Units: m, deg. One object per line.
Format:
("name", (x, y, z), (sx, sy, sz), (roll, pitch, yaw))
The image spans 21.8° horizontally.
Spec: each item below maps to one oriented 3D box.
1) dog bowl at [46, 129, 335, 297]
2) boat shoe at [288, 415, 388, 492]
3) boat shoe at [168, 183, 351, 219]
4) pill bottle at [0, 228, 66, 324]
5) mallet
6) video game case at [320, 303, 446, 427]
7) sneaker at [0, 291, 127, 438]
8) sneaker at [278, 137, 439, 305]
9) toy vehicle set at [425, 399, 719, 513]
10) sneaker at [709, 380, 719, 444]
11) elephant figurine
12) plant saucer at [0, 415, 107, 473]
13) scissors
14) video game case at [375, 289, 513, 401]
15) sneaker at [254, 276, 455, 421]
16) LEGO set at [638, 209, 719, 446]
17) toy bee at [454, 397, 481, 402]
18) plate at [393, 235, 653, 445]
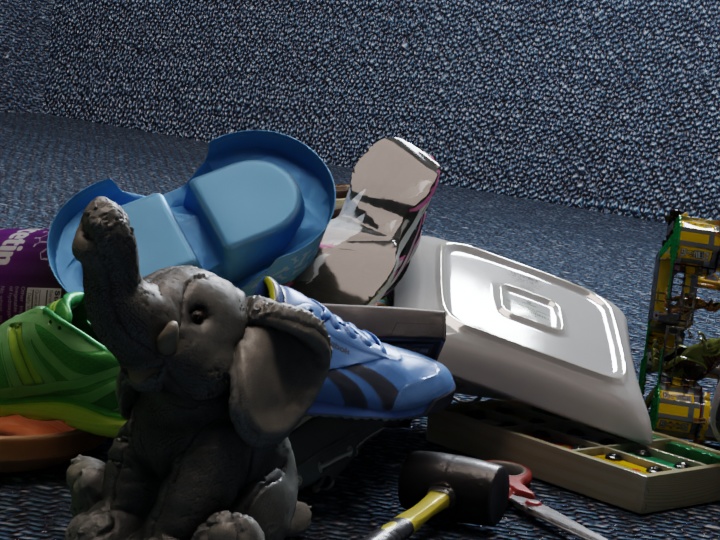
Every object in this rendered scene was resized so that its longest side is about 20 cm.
("dog bowl", (-0.113, -0.022, 1.269), (0.200, 0.050, 0.112), (-22, 59, -16))
("boat shoe", (-0.042, 0.110, 1.178), (0.073, 0.062, 0.200), (7, 8, 27))
("boat shoe", (-0.074, -0.053, 1.469), (0.202, 0.075, 0.075), (-9, -21, 24))
("pill bottle", (-0.221, 0.025, 1.350), (0.200, 0.113, 0.112), (1, 5, 23))
("mallet", (0.036, 0.148, 1.083), (0.066, 0.041, 0.200), (6, 11, 16))
("video game case", (-0.054, 0.065, 1.260), (0.200, 0.026, 0.181), (3, -23, -5))
("sneaker", (-0.195, 0.051, 1.161), (0.200, 0.084, 0.074), (8, 9, 9))
("sneaker", (0.000, 0.000, 1.342), (0.080, 0.086, 0.200), (26, 52, 20))
("toy vehicle set", (0.161, 0.129, 1.340), (0.200, 0.027, 0.124), (15, 11, 43))
("sneaker", (0.339, 0.115, 1.325), (0.200, 0.078, 0.112), (17, 0, -44))
("elephant figurine", (-0.085, 0.059, 1.000), (0.141, 0.200, 0.155), (6, 8, -4))
("plant saucer", (-0.261, 0.095, 1.201), (0.200, 0.032, 0.200), (7, 9, -1))
("scissors", (0.098, 0.150, 1.201), (0.073, 0.014, 0.200), (7, 9, -15))
("video game case", (0.016, 0.030, 1.400), (0.200, 0.018, 0.143), (10, 40, -33))
("sneaker", (-0.024, 0.047, 1.135), (0.200, 0.079, 0.066), (5, 6, -29))
("LEGO set", (0.284, 0.055, 1.438), (0.116, 0.200, 0.154), (8, -18, 1))
("toy bee", (-0.012, 0.049, 1.481), (0.200, 0.131, 0.109), (24, 41, 31))
("plate", (0.121, 0.039, 1.384), (0.199, 0.032, 0.200), (19, 24, -7))
